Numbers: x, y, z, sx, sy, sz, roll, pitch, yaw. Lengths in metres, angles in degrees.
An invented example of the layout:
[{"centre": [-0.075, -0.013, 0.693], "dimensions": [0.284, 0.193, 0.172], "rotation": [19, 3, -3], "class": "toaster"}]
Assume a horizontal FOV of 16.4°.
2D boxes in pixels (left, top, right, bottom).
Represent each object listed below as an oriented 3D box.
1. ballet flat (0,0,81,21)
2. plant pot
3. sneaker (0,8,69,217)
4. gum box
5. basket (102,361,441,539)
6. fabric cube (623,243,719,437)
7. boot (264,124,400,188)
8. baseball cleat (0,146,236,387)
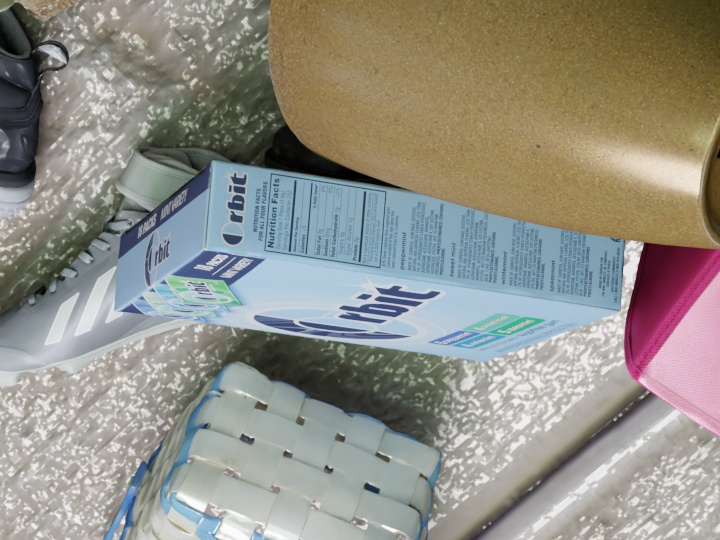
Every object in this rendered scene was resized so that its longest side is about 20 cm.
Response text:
[{"centre": [-0.186, -0.151, 1.170], "dimensions": [0.065, 0.200, 0.071], "rotation": [-38, 68, 18], "class": "ballet flat"}, {"centre": [0.094, -0.093, 1.045], "dimensions": [0.200, 0.186, 0.187], "rotation": [30, 120, 36], "class": "plant pot"}, {"centre": [-0.245, -0.112, 1.260], "dimensions": [0.199, 0.076, 0.114], "rotation": [22, 114, -6], "class": "sneaker"}, {"centre": [0.000, 0.000, 1.180], "dimensions": [0.199, 0.170, 0.045], "rotation": [9, 77, -18], "class": "gum box"}, {"centre": [-0.051, 0.149, 1.306], "dimensions": [0.175, 0.140, 0.200], "rotation": [21, 149, 2], "class": "basket"}, {"centre": [0.260, -0.012, 1.142], "dimensions": [0.199, 0.196, 0.200], "rotation": [32, 114, -4], "class": "fabric cube"}, {"centre": [0.033, -0.138, 1.206], "dimensions": [0.199, 0.069, 0.175], "rotation": [-13, 109, 4], "class": "boot"}, {"centre": [-0.127, -0.006, 1.292], "dimensions": [0.199, 0.070, 0.107], "rotation": [-16, 103, 5], "class": "baseball cleat"}]
